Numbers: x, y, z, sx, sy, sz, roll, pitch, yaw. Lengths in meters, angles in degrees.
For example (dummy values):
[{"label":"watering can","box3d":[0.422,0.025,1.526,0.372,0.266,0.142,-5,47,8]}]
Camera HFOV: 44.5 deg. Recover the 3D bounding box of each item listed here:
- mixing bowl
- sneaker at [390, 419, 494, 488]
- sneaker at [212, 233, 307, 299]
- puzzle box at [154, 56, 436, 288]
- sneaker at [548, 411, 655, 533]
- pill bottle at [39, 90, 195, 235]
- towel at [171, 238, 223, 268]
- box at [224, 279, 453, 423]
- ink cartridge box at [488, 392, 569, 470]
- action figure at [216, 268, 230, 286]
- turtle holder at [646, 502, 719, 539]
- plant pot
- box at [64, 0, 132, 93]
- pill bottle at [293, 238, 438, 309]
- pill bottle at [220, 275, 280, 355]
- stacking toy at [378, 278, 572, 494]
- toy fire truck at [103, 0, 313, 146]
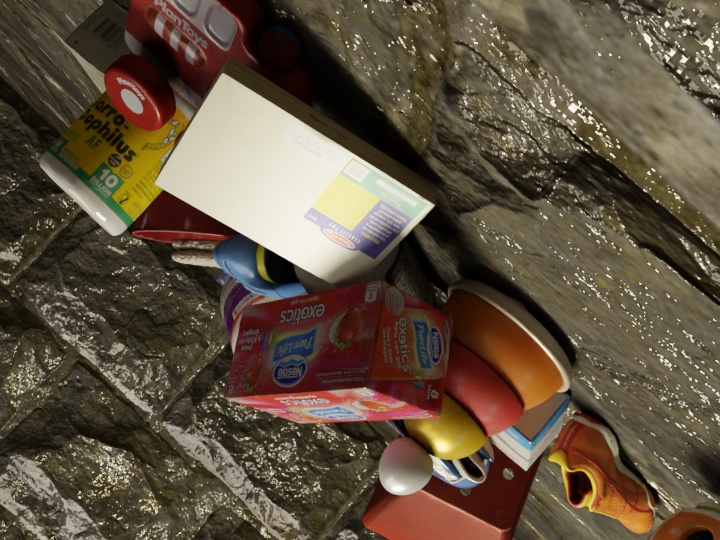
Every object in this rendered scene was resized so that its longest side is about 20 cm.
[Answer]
[{"label":"mixing bowl","box3d":[-0.186,-0.089,1.117,0.196,0.111,0.200,4,176,0]},{"label":"sneaker","box3d":[0.102,0.198,0.933,0.201,0.080,0.147,59,180,-30]},{"label":"sneaker","box3d":[-0.081,0.000,0.935,0.077,0.067,0.199,0,167,27]},{"label":"puzzle box","box3d":[-0.053,-0.069,0.717,0.198,0.026,0.133,30,131,-19]},{"label":"sneaker","box3d":[0.255,0.230,0.943,0.200,0.077,0.073,48,166,-32]},{"label":"pill bottle","box3d":[-0.229,-0.146,0.926,0.112,0.200,0.113,40,169,9]},{"label":"towel","box3d":[-0.122,-0.014,1.063,0.197,0.035,0.132,3,177,38]},{"label":"box","box3d":[-0.023,0.081,0.805,0.099,0.097,0.198,26,154,-39]},{"label":"ink cartridge box","box3d":[0.166,0.155,0.994,0.116,0.068,0.200,40,169,22]},{"label":"action figure","box3d":[-0.133,-0.022,1.311,0.194,0.105,0.199,49,143,-7]},{"label":"turtle holder","box3d":[0.322,0.274,0.719,0.186,0.140,0.133,47,155,24]},{"label":"plant pot","box3d":[0.135,0.268,1.150,0.197,0.202,0.177,25,155,6]},{"label":"box","box3d":[-0.269,-0.224,1.089,0.095,0.078,0.201,38,167,24]},{"label":"pill bottle","box3d":[0.000,0.000,0.888,0.113,0.114,0.201,33,165,38]},{"label":"pill bottle","box3d":[-0.125,0.059,1.159,0.113,0.112,0.200,47,-178,-24]},{"label":"stacking toy","box3d":[0.086,0.122,0.814,0.146,0.200,0.146,40,169,10]},{"label":"toy fire truck","box3d":[-0.117,-0.170,0.734,0.200,0.112,0.168,42,150,0]}]
